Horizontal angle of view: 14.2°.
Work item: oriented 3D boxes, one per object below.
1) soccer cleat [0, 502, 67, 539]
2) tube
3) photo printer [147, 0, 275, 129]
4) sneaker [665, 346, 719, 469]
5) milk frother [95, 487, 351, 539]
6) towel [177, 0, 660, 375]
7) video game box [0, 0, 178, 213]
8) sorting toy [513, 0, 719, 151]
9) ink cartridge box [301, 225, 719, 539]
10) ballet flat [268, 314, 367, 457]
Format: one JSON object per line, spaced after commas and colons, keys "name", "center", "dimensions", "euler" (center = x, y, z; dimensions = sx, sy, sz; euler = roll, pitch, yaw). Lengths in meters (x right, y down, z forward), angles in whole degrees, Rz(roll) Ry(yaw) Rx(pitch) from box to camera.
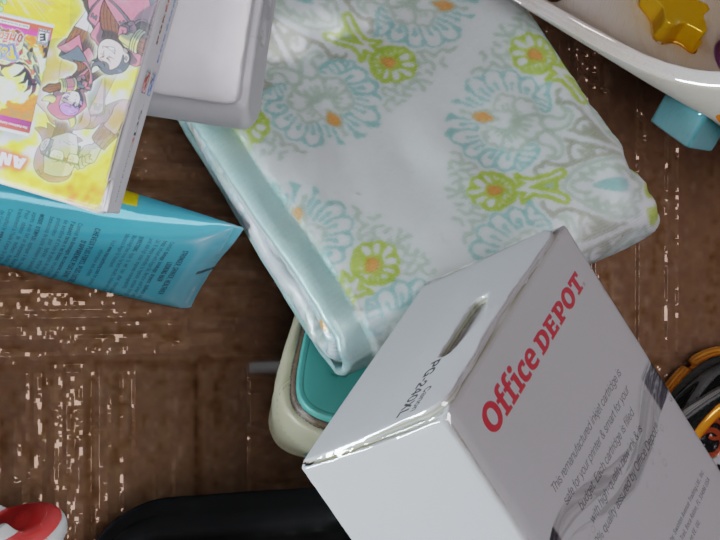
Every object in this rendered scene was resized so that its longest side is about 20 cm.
{"name": "soccer cleat", "center": [-0.203, 0.184, 1.307], "dimensions": [0.200, 0.069, 0.085], "euler": [-41, 110, -9]}
{"name": "tube", "center": [-0.159, -0.026, 1.313], "dimensions": [0.199, 0.077, 0.051], "euler": [16, 61, -15]}
{"name": "photo printer", "center": [-0.132, -0.159, 1.286], "dimensions": [0.199, 0.069, 0.167], "euler": [10, 88, 6]}
{"name": "sneaker", "center": [0.146, 0.123, 1.404], "dimensions": [0.078, 0.077, 0.200], "euler": [34, 83, -17]}
{"name": "milk frother", "center": [-0.042, 0.217, 1.327], "dimensions": [0.187, 0.181, 0.200], "euler": [-8, 128, 17]}
{"name": "towel", "center": [0.016, -0.065, 1.328], "dimensions": [0.171, 0.048, 0.200], "euler": [-26, 67, -15]}
{"name": "video game box", "center": [-0.173, -0.137, 1.232], "dimensions": [0.199, 0.047, 0.183], "euler": [17, 89, 7]}
{"name": "sorting toy", "center": [0.153, -0.135, 1.372], "dimensions": [0.179, 0.107, 0.200], "euler": [23, 46, -8]}
{"name": "ink cartridge box", "center": [0.082, 0.105, 1.222], "dimensions": [0.200, 0.083, 0.145], "euler": [56, 38, -16]}
{"name": "ballet flat", "center": [0.000, 0.000, 1.357], "dimensions": [0.069, 0.069, 0.201], "euler": [27, 62, -16]}
